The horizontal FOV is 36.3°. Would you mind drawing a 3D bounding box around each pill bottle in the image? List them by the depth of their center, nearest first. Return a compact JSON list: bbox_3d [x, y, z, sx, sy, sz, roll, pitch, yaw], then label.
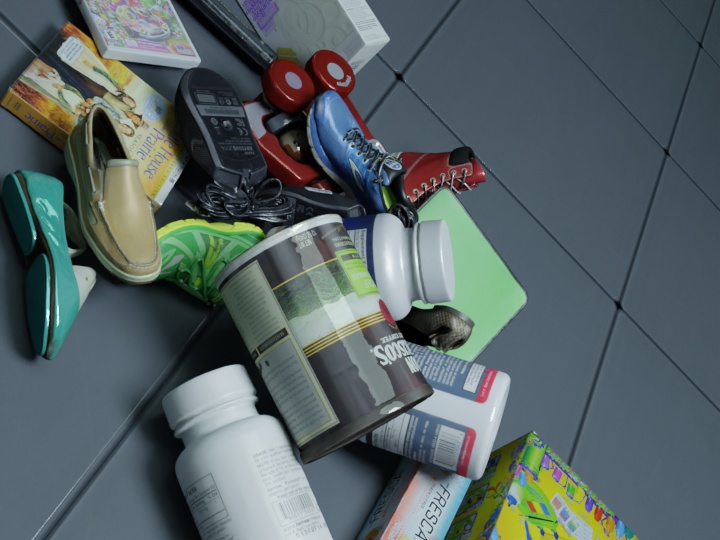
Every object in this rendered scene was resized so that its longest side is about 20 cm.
[{"bbox_3d":[-0.113,0.200,1.051,0.114,0.114,0.201,-10,70,-46],"label":"pill bottle"},{"bbox_3d":[0.053,0.140,1.196,0.198,0.120,0.120,18,41,12],"label":"pill bottle"},{"bbox_3d":[0.000,0.000,1.217,0.120,0.198,0.121,-6,90,-78],"label":"pill bottle"}]

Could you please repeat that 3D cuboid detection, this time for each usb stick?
[{"bbox_3d":[-0.183,-0.329,1.417,0.200,0.033,0.055,42,4,-13],"label":"usb stick"}]

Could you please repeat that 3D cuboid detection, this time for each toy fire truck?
[{"bbox_3d":[-0.060,-0.168,1.364,0.199,0.112,0.169,-26,80,-48],"label":"toy fire truck"}]

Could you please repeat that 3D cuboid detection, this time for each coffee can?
[{"bbox_3d":[-0.037,0.067,1.084,0.146,0.146,0.201,-18,76,-48],"label":"coffee can"}]

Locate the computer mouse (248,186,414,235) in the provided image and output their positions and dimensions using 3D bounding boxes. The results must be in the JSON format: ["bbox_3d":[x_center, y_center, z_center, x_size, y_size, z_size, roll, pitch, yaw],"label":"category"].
[{"bbox_3d":[-0.035,-0.035,1.312,0.198,0.142,0.046,7,33,6],"label":"computer mouse"}]

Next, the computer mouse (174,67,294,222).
[{"bbox_3d":[-0.163,-0.135,1.241,0.138,0.053,0.202,0,63,-46],"label":"computer mouse"}]

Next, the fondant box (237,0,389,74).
[{"bbox_3d":[-0.070,-0.341,1.456,0.058,0.144,0.201,-24,80,-48],"label":"fondant box"}]

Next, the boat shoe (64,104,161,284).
[{"bbox_3d":[-0.244,-0.081,1.088,0.071,0.076,0.201,-7,55,-39],"label":"boat shoe"}]

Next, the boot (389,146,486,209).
[{"bbox_3d":[0.084,-0.094,1.419,0.201,0.143,0.073,-66,144,-46],"label":"boot"}]

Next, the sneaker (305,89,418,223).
[{"bbox_3d":[0.010,-0.128,1.305,0.079,0.089,0.201,-45,110,-41],"label":"sneaker"}]

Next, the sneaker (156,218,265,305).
[{"bbox_3d":[-0.167,-0.006,1.179,0.199,0.074,0.084,-7,63,-46],"label":"sneaker"}]

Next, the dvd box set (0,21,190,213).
[{"bbox_3d":[-0.280,-0.169,1.222,0.200,0.029,0.147,39,42,-16],"label":"dvd box set"}]

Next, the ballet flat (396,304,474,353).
[{"bbox_3d":[0.067,0.071,1.274,0.067,0.200,0.047,35,75,-20],"label":"ballet flat"}]

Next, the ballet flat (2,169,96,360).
[{"bbox_3d":[-0.293,-0.011,1.065,0.070,0.067,0.202,-1,62,-37],"label":"ballet flat"}]

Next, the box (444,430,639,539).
[{"bbox_3d":[0.195,0.332,1.244,0.200,0.122,0.193,46,41,-9],"label":"box"}]

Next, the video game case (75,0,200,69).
[{"bbox_3d":[-0.286,-0.330,1.319,0.143,0.018,0.201,-4,60,-51],"label":"video game case"}]

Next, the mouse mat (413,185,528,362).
[{"bbox_3d":[0.112,0.015,1.397,0.161,0.008,0.200,-43,107,-17],"label":"mouse mat"}]

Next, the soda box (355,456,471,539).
[{"bbox_3d":[0.056,0.269,1.202,0.068,0.063,0.200,46,41,-7],"label":"soda box"}]
